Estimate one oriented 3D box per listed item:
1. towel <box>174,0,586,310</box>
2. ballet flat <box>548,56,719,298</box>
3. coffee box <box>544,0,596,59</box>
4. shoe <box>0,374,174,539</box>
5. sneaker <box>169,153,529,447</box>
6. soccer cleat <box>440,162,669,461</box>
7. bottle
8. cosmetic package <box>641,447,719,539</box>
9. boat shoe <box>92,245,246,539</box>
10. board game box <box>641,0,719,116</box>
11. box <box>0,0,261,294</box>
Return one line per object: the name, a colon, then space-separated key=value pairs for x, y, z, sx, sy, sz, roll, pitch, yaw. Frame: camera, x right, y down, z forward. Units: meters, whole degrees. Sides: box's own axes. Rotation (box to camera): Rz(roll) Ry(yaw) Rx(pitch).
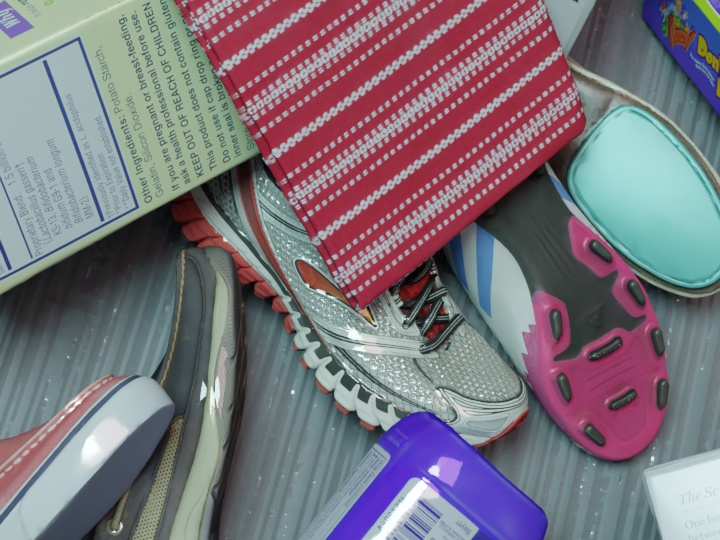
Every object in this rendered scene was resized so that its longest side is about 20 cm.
towel: x=0.007 y=-0.100 z=0.716 sx=0.144 sy=0.022 sz=0.201 roll=-38 pitch=122 yaw=-14
ballet flat: x=0.108 y=-0.067 z=0.855 sx=0.200 sy=0.062 sz=0.067 roll=44 pitch=98 yaw=4
coffee box: x=0.098 y=-0.203 z=0.836 sx=0.079 sy=0.115 sz=0.201 roll=24 pitch=45 yaw=-2
shoe: x=-0.166 y=0.093 z=0.711 sx=0.091 sy=0.071 sz=0.200 roll=46 pitch=109 yaw=10
sneaker: x=0.000 y=0.000 z=0.791 sx=0.200 sy=0.082 sz=0.078 roll=43 pitch=35 yaw=4
soccer cleat: x=0.080 y=-0.003 z=0.832 sx=0.070 sy=0.086 sz=0.201 roll=-33 pitch=103 yaw=-13
bottle: x=-0.009 y=0.158 z=0.741 sx=0.083 sy=0.065 sz=0.201 roll=40 pitch=86 yaw=-22
cosmetic package: x=0.245 y=0.159 z=0.736 sx=0.197 sy=0.123 sz=0.202 roll=-17 pitch=75 yaw=15
boat shoe: x=-0.092 y=0.086 z=0.753 sx=0.072 sy=0.075 sz=0.202 roll=8 pitch=81 yaw=0
board game box: x=0.262 y=-0.129 z=0.886 sx=0.198 sy=0.045 sz=0.135 roll=-17 pitch=50 yaw=-15
box: x=-0.132 y=-0.101 z=0.761 sx=0.199 sy=0.097 sz=0.176 roll=-29 pitch=40 yaw=-19
